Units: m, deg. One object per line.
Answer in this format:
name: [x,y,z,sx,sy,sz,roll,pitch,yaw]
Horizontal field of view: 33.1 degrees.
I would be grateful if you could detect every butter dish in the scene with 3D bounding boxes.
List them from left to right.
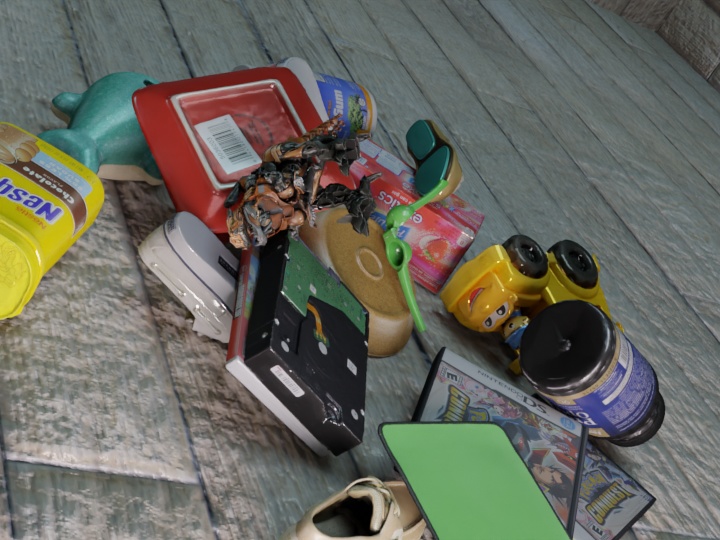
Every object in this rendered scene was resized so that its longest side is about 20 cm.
butter dish: [-0.137,-0.103,1.309,0.199,0.148,0.200,-14,62,-29]

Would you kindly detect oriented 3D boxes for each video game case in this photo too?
video game case: [-0.071,0.066,1.171,0.143,0.017,0.200,47,24,-29]
video game case: [0.138,0.178,1.216,0.181,0.026,0.200,30,31,-1]
video game case: [0.212,0.220,1.297,0.181,0.026,0.200,41,27,19]

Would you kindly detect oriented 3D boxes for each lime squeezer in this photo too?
lime squeezer: [0.055,-0.029,1.382,0.071,0.038,0.200,34,53,-37]

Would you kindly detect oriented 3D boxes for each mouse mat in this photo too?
mouse mat: [0.114,0.213,1.101,0.161,0.008,0.200,6,39,-36]

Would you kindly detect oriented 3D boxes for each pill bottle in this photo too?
pill bottle: [-0.085,-0.217,1.638,0.200,0.112,0.112,7,35,-40]
pill bottle: [0.267,0.123,1.358,0.200,0.112,0.112,41,13,-45]

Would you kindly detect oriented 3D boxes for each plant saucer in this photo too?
plant saucer: [0.000,0.000,1.360,0.200,0.035,0.200,33,39,-31]

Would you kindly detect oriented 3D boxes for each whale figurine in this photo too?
whale figurine: [-0.271,-0.158,1.335,0.159,0.104,0.200,37,26,8]

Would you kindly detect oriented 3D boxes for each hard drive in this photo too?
hard drive: [-0.047,0.062,1.152,0.140,0.038,0.200,49,25,-27]

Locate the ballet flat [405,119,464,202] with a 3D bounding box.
ballet flat: [0.104,-0.133,1.538,0.063,0.069,0.200,37,22,-24]

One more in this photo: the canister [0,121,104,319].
canister: [-0.332,-0.054,1.106,0.148,0.087,0.200,30,24,-5]

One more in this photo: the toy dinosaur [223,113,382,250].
toy dinosaur: [-0.059,-0.096,1.184,0.135,0.200,0.102,3,-29,26]

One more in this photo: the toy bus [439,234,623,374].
toy bus: [0.220,0.071,1.477,0.200,0.136,0.192,7,52,-39]

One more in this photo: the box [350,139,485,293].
box: [0.048,-0.075,1.553,0.200,0.095,0.103,33,26,0]

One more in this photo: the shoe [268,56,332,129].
shoe: [-0.083,-0.155,1.487,0.071,0.091,0.200,-22,97,-47]

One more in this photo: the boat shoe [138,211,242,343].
boat shoe: [-0.139,0.033,1.184,0.200,0.070,0.071,48,25,-27]

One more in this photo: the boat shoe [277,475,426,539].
boat shoe: [0.005,0.213,1.033,0.072,0.065,0.200,45,28,24]
